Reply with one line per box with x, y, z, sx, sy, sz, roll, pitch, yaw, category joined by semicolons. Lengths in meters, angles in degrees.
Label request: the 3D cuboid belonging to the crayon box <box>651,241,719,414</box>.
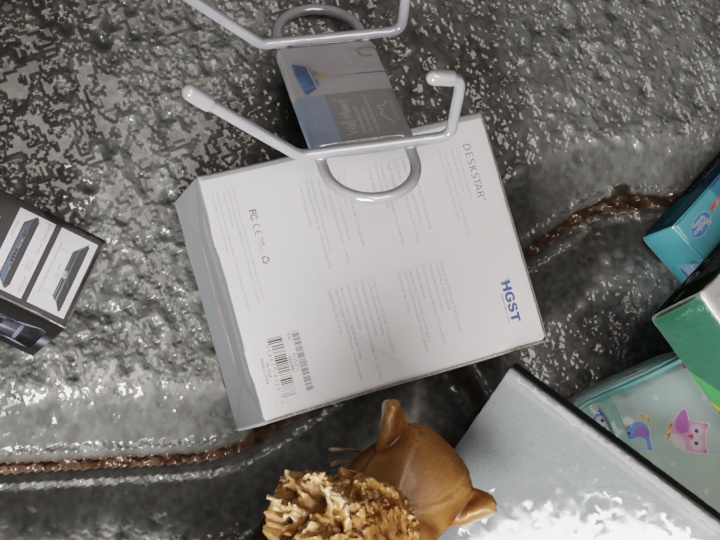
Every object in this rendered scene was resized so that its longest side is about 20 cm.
0.293;0.072;1.000;0.126;0.051;0.201;-39;93;-40;crayon box

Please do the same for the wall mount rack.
-0.036;-0.128;0.934;0.172;0.075;0.201;-7;45;-14;wall mount rack

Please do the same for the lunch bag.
0.210;0.163;1.010;0.159;0.077;0.202;-20;86;-21;lunch bag

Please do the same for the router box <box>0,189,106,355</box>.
-0.231;-0.015;0.828;0.156;0.200;0.053;27;76;-13;router box

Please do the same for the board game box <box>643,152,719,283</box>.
0.323;-0.003;1.095;0.151;0.047;0.200;-44;96;-20;board game box

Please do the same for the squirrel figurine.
-0.006;0.169;0.869;0.186;0.200;0.142;-42;88;-8;squirrel figurine

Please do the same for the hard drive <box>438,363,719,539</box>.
0.136;0.173;0.947;0.199;0.033;0.140;36;103;10;hard drive

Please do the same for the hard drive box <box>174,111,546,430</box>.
0.000;0.000;0.969;0.198;0.077;0.157;-14;85;-20;hard drive box
